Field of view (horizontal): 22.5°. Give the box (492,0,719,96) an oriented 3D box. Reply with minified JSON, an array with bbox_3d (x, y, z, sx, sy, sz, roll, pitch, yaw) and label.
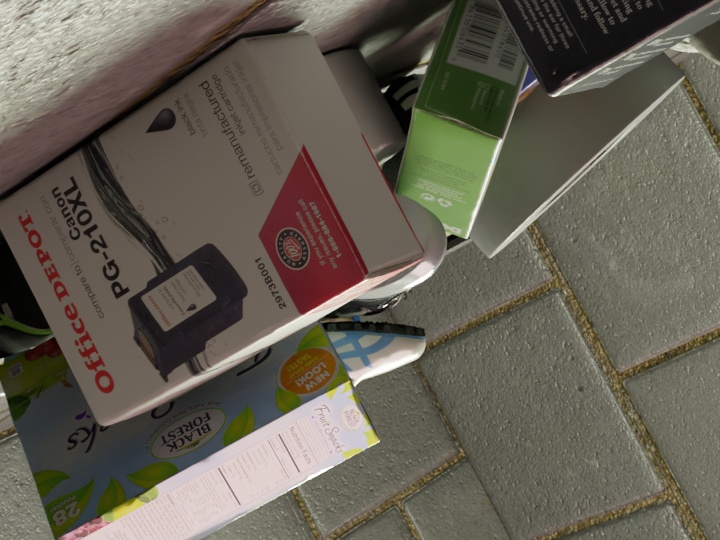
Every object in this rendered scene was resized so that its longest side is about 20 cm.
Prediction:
[{"bbox_3d":[0.180,-0.191,1.016,0.199,0.105,0.148,-30,178,19],"label":"box"}]

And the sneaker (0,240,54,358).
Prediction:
[{"bbox_3d":[-0.257,0.035,1.204,0.083,0.072,0.200,-26,177,-33],"label":"sneaker"}]

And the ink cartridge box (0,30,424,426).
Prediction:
[{"bbox_3d":[-0.088,-0.021,1.014,0.199,0.145,0.084,-30,176,28],"label":"ink cartridge box"}]

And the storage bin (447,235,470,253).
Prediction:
[{"bbox_3d":[0.026,-0.064,1.660,0.199,0.136,0.094,-28,178,-24],"label":"storage bin"}]

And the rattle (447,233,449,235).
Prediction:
[{"bbox_3d":[0.053,-0.070,1.518,0.142,0.130,0.200,-11,-145,52],"label":"rattle"}]

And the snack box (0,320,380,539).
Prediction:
[{"bbox_3d":[-0.111,0.083,1.131,0.199,0.068,0.169,-29,-137,-2],"label":"snack box"}]

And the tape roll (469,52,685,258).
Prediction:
[{"bbox_3d":[0.148,-0.100,1.354,0.200,0.066,0.200,-43,176,-4],"label":"tape roll"}]

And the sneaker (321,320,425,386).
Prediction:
[{"bbox_3d":[-0.049,0.077,1.237,0.199,0.073,0.072,-14,180,-7],"label":"sneaker"}]

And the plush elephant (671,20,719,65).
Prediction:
[{"bbox_3d":[0.279,-0.215,1.247,0.165,0.200,0.155,-39,-170,38],"label":"plush elephant"}]

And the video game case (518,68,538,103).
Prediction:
[{"bbox_3d":[0.186,-0.201,1.420,0.200,0.046,0.181,-39,175,27],"label":"video game case"}]

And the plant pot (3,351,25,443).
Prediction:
[{"bbox_3d":[-0.238,0.103,1.762,0.187,0.201,0.200,-13,-179,9],"label":"plant pot"}]

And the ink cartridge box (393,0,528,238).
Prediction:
[{"bbox_3d":[0.065,-0.091,1.189,0.200,0.059,0.104,103,7,-65],"label":"ink cartridge box"}]

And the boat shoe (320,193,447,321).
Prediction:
[{"bbox_3d":[0.000,0.000,1.223,0.068,0.072,0.199,26,155,-33],"label":"boat shoe"}]

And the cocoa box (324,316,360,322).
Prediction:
[{"bbox_3d":[-0.116,0.020,1.391,0.199,0.132,0.134,-29,-159,7],"label":"cocoa box"}]

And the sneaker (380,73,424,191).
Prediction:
[{"bbox_3d":[0.000,-0.108,1.376,0.111,0.074,0.200,8,-158,-7],"label":"sneaker"}]

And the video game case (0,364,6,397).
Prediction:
[{"bbox_3d":[-0.317,0.086,1.222,0.181,0.024,0.200,-8,179,22],"label":"video game case"}]

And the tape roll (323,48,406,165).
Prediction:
[{"bbox_3d":[-0.071,-0.067,1.198,0.202,0.071,0.202,-29,179,-1],"label":"tape roll"}]
